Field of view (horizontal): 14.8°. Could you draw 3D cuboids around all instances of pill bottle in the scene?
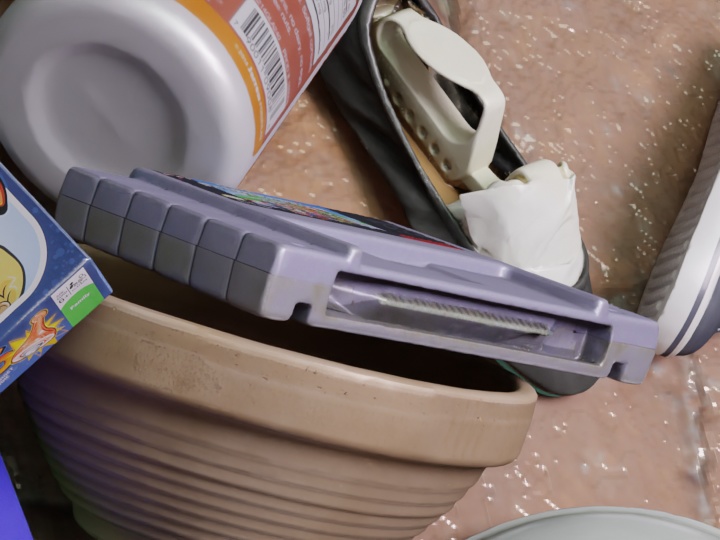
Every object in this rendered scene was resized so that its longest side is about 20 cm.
[{"bbox_3d":[-0.063,-0.112,1.123,0.112,0.112,0.200,35,40,-3],"label":"pill bottle"}]

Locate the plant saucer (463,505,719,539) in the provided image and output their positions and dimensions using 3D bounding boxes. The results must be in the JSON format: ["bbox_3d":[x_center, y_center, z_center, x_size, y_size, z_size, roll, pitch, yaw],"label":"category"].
[{"bbox_3d":[0.090,0.158,1.028,0.200,0.050,0.200,-3,48,4],"label":"plant saucer"}]

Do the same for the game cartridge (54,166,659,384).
[{"bbox_3d":[0.000,0.000,1.019,0.200,0.038,0.130,11,11,-44],"label":"game cartridge"}]

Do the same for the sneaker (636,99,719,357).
[{"bbox_3d":[0.185,-0.029,1.229,0.079,0.078,0.200,29,51,-1],"label":"sneaker"}]

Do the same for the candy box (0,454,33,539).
[{"bbox_3d":[-0.191,0.128,0.943,0.169,0.077,0.200,-11,68,-30],"label":"candy box"}]

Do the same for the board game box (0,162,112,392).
[{"bbox_3d":[-0.198,-0.020,0.927,0.135,0.034,0.200,-43,70,-8],"label":"board game box"}]

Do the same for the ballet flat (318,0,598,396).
[{"bbox_3d":[0.047,-0.040,1.171,0.068,0.068,0.200,-26,76,-37],"label":"ballet flat"}]

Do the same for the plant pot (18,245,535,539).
[{"bbox_3d":[-0.043,0.060,1.012,0.200,0.201,0.093,13,95,-19],"label":"plant pot"}]
